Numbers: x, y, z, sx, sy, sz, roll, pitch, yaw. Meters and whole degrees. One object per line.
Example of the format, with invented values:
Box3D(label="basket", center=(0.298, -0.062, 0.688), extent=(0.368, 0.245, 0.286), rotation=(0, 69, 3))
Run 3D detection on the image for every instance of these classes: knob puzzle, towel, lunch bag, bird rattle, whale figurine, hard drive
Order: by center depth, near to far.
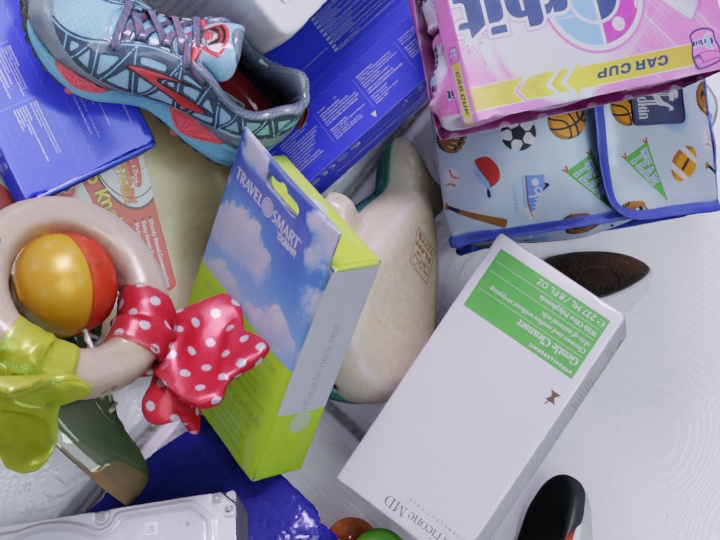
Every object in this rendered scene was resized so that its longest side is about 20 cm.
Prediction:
Box3D(label="bird rattle", center=(-0.161, 0.027, 0.782), extent=(0.198, 0.113, 0.164), rotation=(-17, 76, -32))
Box3D(label="hard drive", center=(-0.168, 0.221, 0.819), extent=(0.198, 0.038, 0.141), rotation=(-9, 54, 6))
Box3D(label="towel", center=(-0.130, 0.203, 0.877), extent=(0.200, 0.147, 0.050), rotation=(-40, 147, -15))
Box3D(label="knob puzzle", center=(-0.175, -0.040, 0.907), extent=(0.217, 0.030, 0.223), rotation=(1, 88, -22))
Box3D(label="lunch bag", center=(0.151, -0.109, 0.941), extent=(0.198, 0.124, 0.172), rotation=(-7, 89, 7))
Box3D(label="whale figurine", center=(0.000, 0.000, 0.951), extent=(0.159, 0.103, 0.202), rotation=(50, 48, -41))

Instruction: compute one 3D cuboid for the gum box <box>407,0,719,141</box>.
Box3D(label="gum box", center=(0.127, -0.161, 0.835), extent=(0.198, 0.066, 0.115), rotation=(-14, 89, -18))

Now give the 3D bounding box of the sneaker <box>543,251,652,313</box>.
Box3D(label="sneaker", center=(0.147, 0.048, 1.028), extent=(0.198, 0.073, 0.085), rotation=(-22, 128, -27))

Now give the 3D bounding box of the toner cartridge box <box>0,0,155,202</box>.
Box3D(label="toner cartridge box", center=(-0.221, -0.151, 0.844), extent=(0.094, 0.043, 0.202), rotation=(-27, 96, -23))

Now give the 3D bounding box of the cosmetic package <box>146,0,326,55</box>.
Box3D(label="cosmetic package", center=(-0.086, -0.266, 0.875), extent=(0.200, 0.166, 0.168), rotation=(46, 74, -14))

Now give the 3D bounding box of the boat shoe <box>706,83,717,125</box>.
Box3D(label="boat shoe", center=(0.183, -0.151, 1.033), extent=(0.197, 0.068, 0.074), rotation=(12, 97, 3))

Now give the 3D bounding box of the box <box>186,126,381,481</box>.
Box3D(label="box", center=(-0.058, 0.022, 0.853), extent=(0.047, 0.122, 0.201), rotation=(-8, 132, -39))

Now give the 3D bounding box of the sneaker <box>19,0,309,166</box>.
Box3D(label="sneaker", center=(-0.113, -0.140, 0.812), extent=(0.199, 0.095, 0.080), rotation=(24, 60, -37))

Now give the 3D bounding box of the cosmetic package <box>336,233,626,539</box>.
Box3D(label="cosmetic package", center=(0.086, 0.092, 0.896), extent=(0.107, 0.085, 0.201), rotation=(32, 87, 16))

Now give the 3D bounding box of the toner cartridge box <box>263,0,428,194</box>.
Box3D(label="toner cartridge box", center=(-0.009, -0.136, 0.906), extent=(0.200, 0.043, 0.095), rotation=(-40, 76, 11))

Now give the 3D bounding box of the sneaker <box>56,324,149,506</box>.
Box3D(label="sneaker", center=(-0.192, 0.055, 0.844), extent=(0.090, 0.067, 0.200), rotation=(-46, 102, -11))

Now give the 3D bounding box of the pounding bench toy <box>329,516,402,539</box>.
Box3D(label="pounding bench toy", center=(-0.026, 0.249, 0.911), extent=(0.198, 0.124, 0.157), rotation=(25, 80, -20))

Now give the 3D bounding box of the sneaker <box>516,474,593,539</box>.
Box3D(label="sneaker", center=(0.176, 0.266, 1.025), extent=(0.107, 0.067, 0.204), rotation=(12, 88, -22))
